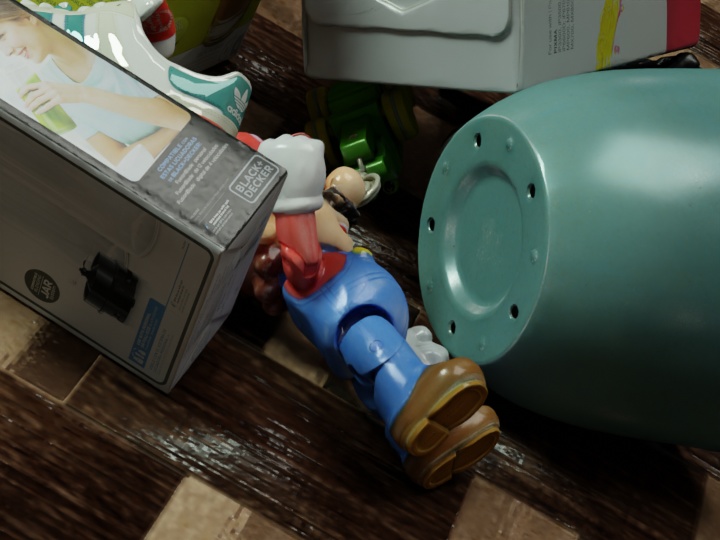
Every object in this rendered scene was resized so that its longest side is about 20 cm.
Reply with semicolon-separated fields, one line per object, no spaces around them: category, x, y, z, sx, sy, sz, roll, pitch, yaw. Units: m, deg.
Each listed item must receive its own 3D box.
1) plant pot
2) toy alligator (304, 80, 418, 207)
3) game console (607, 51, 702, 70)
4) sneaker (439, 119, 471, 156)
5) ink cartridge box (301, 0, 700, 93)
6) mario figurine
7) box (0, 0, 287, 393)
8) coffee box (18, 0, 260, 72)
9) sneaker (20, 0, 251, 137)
plant pot;0.127;-0.010;1.153;0.160;0.201;0.201;4;36;-29
toy alligator;0.005;-0.066;1.283;0.200;0.059;0.054;-92;159;-61
game console;0.152;-0.075;1.396;0.176;0.116;0.200;57;-1;-6
sneaker;0.130;-0.011;1.308;0.199;0.075;0.087;19;53;-26
ink cartridge box;0.079;-0.184;1.261;0.145;0.145;0.200;7;16;35
mario figurine;0.000;0.000;1.090;0.106;0.124;0.200;-18;56;-40
box;-0.142;-0.045;1.018;0.200;0.117;0.060;33;51;5
coffee box;-0.151;-0.231;1.249;0.200;0.198;0.200;34;27;10
sneaker;-0.139;-0.101;1.115;0.199;0.094;0.070;32;-13;25
